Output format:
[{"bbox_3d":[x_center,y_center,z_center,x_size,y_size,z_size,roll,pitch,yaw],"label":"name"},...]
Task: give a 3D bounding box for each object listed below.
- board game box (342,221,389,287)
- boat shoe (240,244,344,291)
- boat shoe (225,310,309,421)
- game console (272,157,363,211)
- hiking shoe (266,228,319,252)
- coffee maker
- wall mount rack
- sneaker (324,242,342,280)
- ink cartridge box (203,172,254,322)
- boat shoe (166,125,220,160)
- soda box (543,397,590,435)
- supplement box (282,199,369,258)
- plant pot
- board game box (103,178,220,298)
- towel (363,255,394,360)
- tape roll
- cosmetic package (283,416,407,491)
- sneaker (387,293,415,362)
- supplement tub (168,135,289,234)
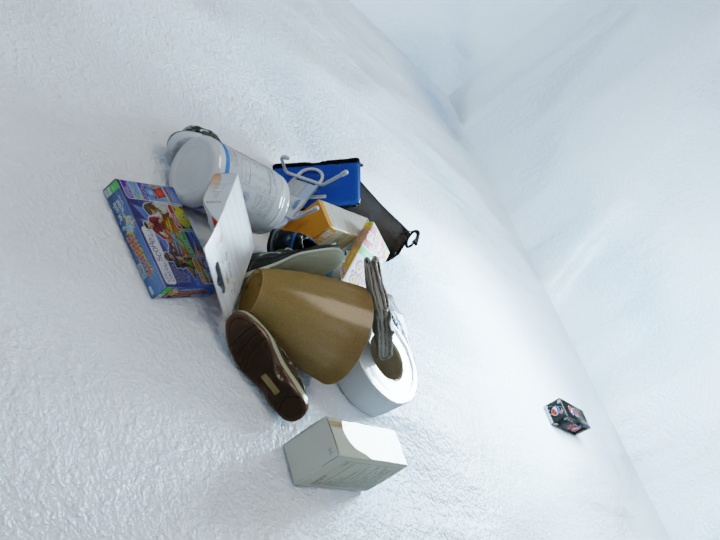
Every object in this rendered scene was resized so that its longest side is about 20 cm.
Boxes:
[{"bbox_3d":[0.000,0.000,1.587,0.201,0.030,0.096,-60,137,-33],"label":"board game box"},{"bbox_3d":[-0.129,-0.018,1.360,0.072,0.198,0.068,80,-6,-47],"label":"boat shoe"},{"bbox_3d":[-0.153,0.153,1.237,0.204,0.074,0.075,61,11,-7],"label":"boat shoe"},{"bbox_3d":[-0.093,-0.190,1.689,0.119,0.198,0.172,75,13,-64],"label":"game console"},{"bbox_3d":[-0.105,-0.018,1.491,0.200,0.086,0.075,36,64,-55],"label":"hiking shoe"},{"bbox_3d":[0.014,-0.124,1.779,0.200,0.191,0.135,43,40,-24],"label":"coffee maker"},{"bbox_3d":[-0.123,-0.164,1.548,0.201,0.172,0.075,-55,151,-32],"label":"wall mount rack"},{"bbox_3d":[-0.079,0.036,1.458,0.079,0.089,0.202,-99,-174,-58],"label":"sneaker"},{"bbox_3d":[-0.231,-0.039,1.242,0.201,0.050,0.163,-76,164,-47],"label":"ink cartridge box"},{"bbox_3d":[-0.321,-0.242,1.444,0.071,0.072,0.200,50,11,11],"label":"boat shoe"},{"bbox_3d":[0.677,0.480,2.452,0.199,0.063,0.071,31,32,-46],"label":"soda box"},{"bbox_3d":[-0.067,-0.071,1.626,0.199,0.126,0.074,14,46,-57],"label":"supplement box"},{"bbox_3d":[-0.108,0.078,1.307,0.199,0.186,0.187,26,34,-28],"label":"plant pot"},{"bbox_3d":[-0.319,-0.050,1.210,0.135,0.034,0.201,3,56,-62],"label":"board game box"},{"bbox_3d":[0.035,0.072,1.411,0.201,0.034,0.134,86,-7,-62],"label":"towel"},{"bbox_3d":[0.028,0.187,1.508,0.202,0.070,0.204,39,35,-33],"label":"tape roll"},{"bbox_3d":[-0.022,0.306,1.236,0.199,0.105,0.072,28,33,-51],"label":"cosmetic package"},{"bbox_3d":[0.081,0.140,1.634,0.087,0.074,0.202,-51,129,-57],"label":"sneaker"},{"bbox_3d":[-0.241,-0.154,1.386,0.199,0.131,0.133,24,38,-53],"label":"supplement tub"}]
